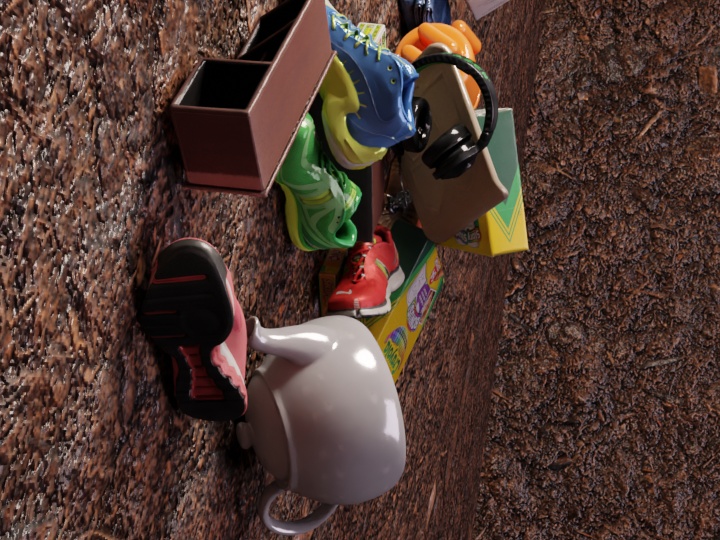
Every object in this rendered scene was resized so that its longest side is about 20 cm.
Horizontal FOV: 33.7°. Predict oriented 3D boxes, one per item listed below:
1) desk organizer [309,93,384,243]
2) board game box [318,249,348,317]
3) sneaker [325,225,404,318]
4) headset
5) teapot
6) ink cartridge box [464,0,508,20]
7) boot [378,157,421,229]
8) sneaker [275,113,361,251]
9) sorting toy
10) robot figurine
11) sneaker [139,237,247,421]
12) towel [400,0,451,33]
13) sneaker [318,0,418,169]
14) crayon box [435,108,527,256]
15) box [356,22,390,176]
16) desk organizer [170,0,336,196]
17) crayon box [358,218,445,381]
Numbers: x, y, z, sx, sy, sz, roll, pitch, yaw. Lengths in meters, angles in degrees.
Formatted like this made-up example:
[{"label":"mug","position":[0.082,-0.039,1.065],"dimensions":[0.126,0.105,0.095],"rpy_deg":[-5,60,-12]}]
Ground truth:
[{"label":"desk organizer","position":[-0.012,-0.140,1.325],"dimensions":[0.077,0.071,0.202],"rpy_deg":[-66,159,-57]},{"label":"board game box","position":[-0.012,-0.018,1.489],"dimensions":[0.201,0.030,0.097],"rpy_deg":[-70,162,-49]},{"label":"sneaker","position":[0.000,0.000,1.382],"dimensions":[0.200,0.076,0.086],"rpy_deg":[-62,145,-68]},{"label":"headset","position":[0.082,-0.152,1.365],"dimensions":[0.202,0.123,0.094],"rpy_deg":[-62,167,21]},{"label":"teapot","position":[-0.051,0.150,1.174],"dimensions":[0.197,0.144,0.203],"rpy_deg":[133,-60,-69]},{"label":"ink cartridge box","position":[0.150,-0.461,1.675],"dimensions":[0.146,0.084,0.200],"rpy_deg":[63,9,11]},{"label":"boot","position":[0.071,-0.094,1.714],"dimensions":[0.108,0.074,0.201],"rpy_deg":[86,25,-49]},{"label":"sneaker","position":[-0.040,-0.092,1.202],"dimensions":[0.201,0.082,0.075],"rpy_deg":[76,26,-56]},{"label":"sorting toy","position":[0.100,-0.152,1.453],"dimensions":[0.185,0.036,0.202],"rpy_deg":[-36,-105,61]},{"label":"robot figurine","position":[0.110,-0.269,1.668],"dimensions":[0.200,0.115,0.146],"rpy_deg":[57,33,-71]},{"label":"sneaker","position":[-0.131,0.034,0.964],"dimensions":[0.202,0.073,0.088],"rpy_deg":[88,2,-47]},{"label":"towel","position":[0.099,-0.376,1.711],"dimensions":[0.200,0.048,0.113],"rpy_deg":[60,38,-68]},{"label":"sneaker","position":[-0.001,-0.205,1.154],"dimensions":[0.076,0.104,0.203],"rpy_deg":[-35,107,-76]},{"label":"crayon box","position":[0.136,-0.117,1.534],"dimensions":[0.200,0.058,0.175],"rpy_deg":[-162,-119,-68]},{"label":"box","position":[0.004,-0.183,1.444],"dimensions":[0.111,0.034,0.202],"rpy_deg":[-67,160,-48]},{"label":"desk organizer","position":[-0.084,-0.157,0.979],"dimensions":[0.201,0.071,0.078],"rpy_deg":[-69,159,-43]},{"label":"crayon box","position":[0.047,0.049,1.603],"dimensions":[0.174,0.058,0.200],"rpy_deg":[-64,163,-13]}]
